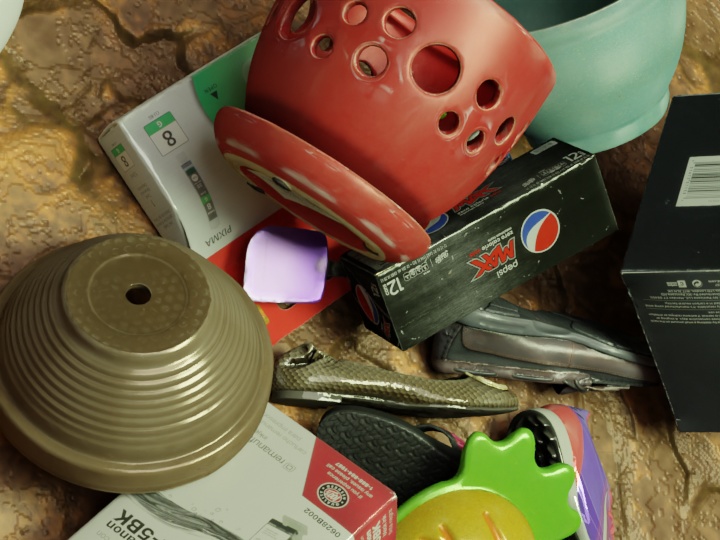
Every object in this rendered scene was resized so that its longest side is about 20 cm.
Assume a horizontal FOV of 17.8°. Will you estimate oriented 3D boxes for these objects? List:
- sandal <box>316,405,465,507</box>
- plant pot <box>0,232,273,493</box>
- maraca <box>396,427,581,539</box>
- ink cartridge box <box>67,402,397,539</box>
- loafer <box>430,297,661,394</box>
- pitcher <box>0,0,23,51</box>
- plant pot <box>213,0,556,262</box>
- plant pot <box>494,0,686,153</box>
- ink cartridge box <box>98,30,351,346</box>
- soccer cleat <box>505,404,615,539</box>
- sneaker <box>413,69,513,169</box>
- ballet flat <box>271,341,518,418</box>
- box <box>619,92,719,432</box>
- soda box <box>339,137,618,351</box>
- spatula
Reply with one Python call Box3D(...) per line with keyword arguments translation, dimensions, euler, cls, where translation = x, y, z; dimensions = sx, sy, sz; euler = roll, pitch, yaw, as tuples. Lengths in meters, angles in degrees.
Box3D(translation=(0.056, 0.149, 1.699), dimensions=(0.200, 0.075, 0.045), euler=(21, 27, -14), cls="sandal")
Box3D(translation=(-0.155, 0.043, 1.552), dimensions=(0.200, 0.093, 0.201), euler=(5, 53, -7), cls="plant pot")
Box3D(translation=(0.076, 0.207, 1.650), dimensions=(0.137, 0.107, 0.200), euler=(41, 84, -25), cls="maraca")
Box3D(translation=(-0.093, 0.196, 1.554), dimensions=(0.147, 0.083, 0.200), euler=(33, 55, 24), cls="ink cartridge box")
Box3D(translation=(0.144, 0.066, 1.779), dimensions=(0.200, 0.072, 0.063), euler=(15, 104, -22), cls="loafer")
Box3D(translation=(-0.334, -0.169, 1.559), dimensions=(0.171, 0.121, 0.200), euler=(30, 73, -1), cls="pitcher")
Box3D(translation=(0.011, -0.116, 1.622), dimensions=(0.200, 0.200, 0.183), euler=(33, 85, -16), cls="plant pot")
Box3D(translation=(0.169, -0.174, 1.797), dimensions=(0.200, 0.200, 0.134), euler=(-40, 122, -31), cls="plant pot")
Box3D(translation=(-0.074, -0.059, 1.699), dimensions=(0.161, 0.050, 0.200), euler=(-35, 91, -32), cls="ink cartridge box")
Box3D(translation=(0.169, 0.199, 1.746), dimensions=(0.073, 0.068, 0.200), euler=(-7, 80, -45), cls="soccer cleat")
Box3D(translation=(0.084, -0.079, 1.765), dimensions=(0.200, 0.089, 0.079), euler=(41, 61, -14), cls="sneaker")
Box3D(translation=(0.027, 0.082, 1.703), dimensions=(0.200, 0.067, 0.046), euler=(6, 77, -21), cls="ballet flat")
Box3D(translation=(0.291, -0.007, 1.777), dimensions=(0.182, 0.104, 0.200), euler=(65, 34, -40), cls="box")
Box3D(translation=(0.089, -0.021, 1.711), dimensions=(0.200, 0.063, 0.071), euler=(-29, 116, -17), cls="soda box")
Box3D(translation=(0.000, 0.000, 1.725), dimensions=(0.200, 0.021, 0.057), euler=(4, 90, -38), cls="spatula")
